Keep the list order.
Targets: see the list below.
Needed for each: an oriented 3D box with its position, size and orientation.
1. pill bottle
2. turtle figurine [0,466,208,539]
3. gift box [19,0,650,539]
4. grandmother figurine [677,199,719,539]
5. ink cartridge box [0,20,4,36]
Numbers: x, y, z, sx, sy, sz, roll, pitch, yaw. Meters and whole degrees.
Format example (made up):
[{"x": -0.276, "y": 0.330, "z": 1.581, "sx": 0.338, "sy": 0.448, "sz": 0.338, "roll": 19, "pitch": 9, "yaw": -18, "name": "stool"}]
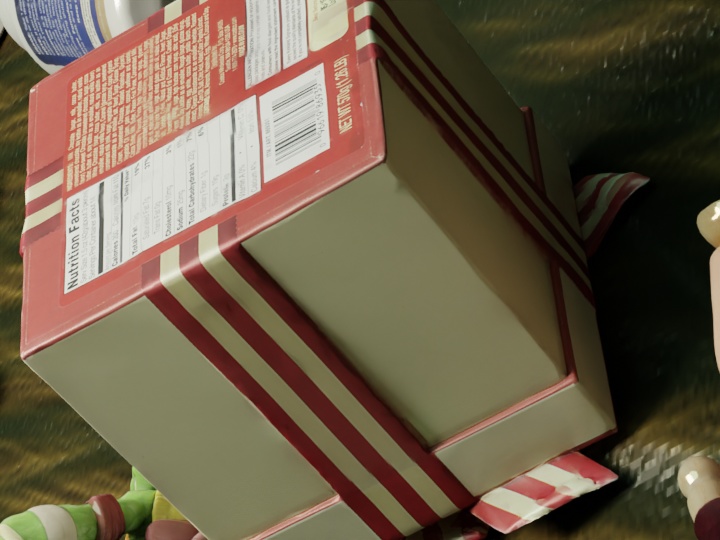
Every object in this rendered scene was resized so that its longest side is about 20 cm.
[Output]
[{"x": -0.116, "y": -0.145, "z": 1.464, "sx": 0.200, "sy": 0.111, "sz": 0.112, "roll": 12, "pitch": 75, "yaw": 61, "name": "pill bottle"}, {"x": -0.109, "y": 0.161, "z": 1.148, "sx": 0.194, "sy": 0.199, "sz": 0.145, "roll": -108, "pitch": 18, "yaw": -49, "name": "turtle figurine"}, {"x": 0.000, "y": 0.000, "z": 1.069, "sx": 0.199, "sy": 0.187, "sz": 0.185, "roll": -23, "pitch": 40, "yaw": 22, "name": "gift box"}, {"x": 0.141, "y": 0.056, "z": 0.915, "sx": 0.121, "sy": 0.060, "sz": 0.201, "roll": 110, "pitch": 167, "yaw": -56, "name": "grandmother figurine"}, {"x": -0.329, "y": -0.198, "z": 1.773, "sx": 0.145, "sy": 0.199, "sz": 0.085, "roll": 13, "pitch": 76, "yaw": 62, "name": "ink cartridge box"}]
